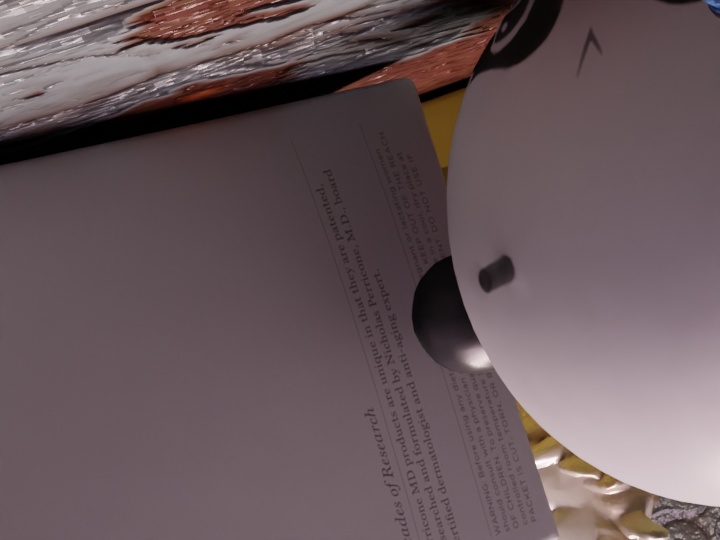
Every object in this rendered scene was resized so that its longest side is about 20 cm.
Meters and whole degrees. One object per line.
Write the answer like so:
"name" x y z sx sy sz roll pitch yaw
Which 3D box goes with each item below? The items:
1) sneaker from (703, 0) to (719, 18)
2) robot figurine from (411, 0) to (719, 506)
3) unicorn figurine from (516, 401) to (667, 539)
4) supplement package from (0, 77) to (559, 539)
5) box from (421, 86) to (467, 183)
"sneaker" 0.131 -0.059 0.489 0.071 0.083 0.199 -22 175 43
"robot figurine" 0.100 -0.021 0.627 0.200 0.125 0.151 -13 131 -57
"unicorn figurine" -0.003 0.058 0.871 0.137 0.200 0.074 -36 155 0
"supplement package" -0.076 0.041 0.677 0.199 0.120 0.121 -16 177 -43
"box" 0.000 0.000 0.812 0.199 0.076 0.050 -18 176 11
